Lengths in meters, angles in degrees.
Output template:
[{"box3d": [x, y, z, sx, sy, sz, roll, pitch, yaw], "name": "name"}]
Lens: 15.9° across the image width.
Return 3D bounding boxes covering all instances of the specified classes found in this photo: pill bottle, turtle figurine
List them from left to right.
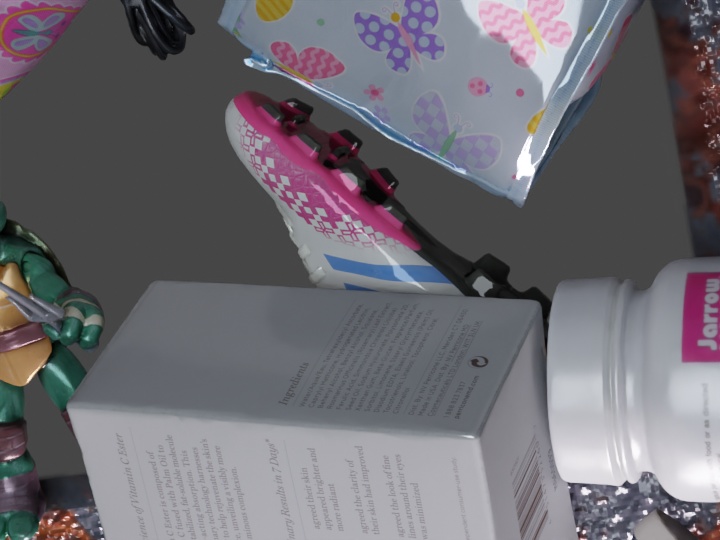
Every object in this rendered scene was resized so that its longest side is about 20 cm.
[{"box3d": [-0.176, 0.032, 1.267, 0.149, 0.101, 0.200, -9, 114, 30], "name": "turtle figurine"}, {"box3d": [0.191, 0.049, 1.172, 0.199, 0.113, 0.114, -2, 100, 14], "name": "pill bottle"}]

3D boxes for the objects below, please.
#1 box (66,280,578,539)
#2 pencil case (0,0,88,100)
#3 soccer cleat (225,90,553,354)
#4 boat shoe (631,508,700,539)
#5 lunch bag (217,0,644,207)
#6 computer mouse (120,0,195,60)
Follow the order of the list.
[{"box3d": [-0.014, 0.098, 1.198, 0.199, 0.106, 0.153, 4, 125, 21], "name": "box"}, {"box3d": [-0.167, -0.155, 1.240, 0.087, 0.087, 0.200, 41, 106, 3], "name": "pencil case"}, {"box3d": [0.000, 0.000, 1.232, 0.200, 0.070, 0.086, 40, 107, 4], "name": "soccer cleat"}, {"box3d": [0.175, 0.215, 1.226, 0.093, 0.075, 0.200, -41, 90, 9], "name": "boat shoe"}, {"box3d": [0.049, -0.153, 1.165, 0.169, 0.127, 0.200, 28, 94, 7], "name": "lunch bag"}, {"box3d": [-0.068, -0.199, 1.184, 0.110, 0.200, 0.044, 48, 152, -18], "name": "computer mouse"}]
